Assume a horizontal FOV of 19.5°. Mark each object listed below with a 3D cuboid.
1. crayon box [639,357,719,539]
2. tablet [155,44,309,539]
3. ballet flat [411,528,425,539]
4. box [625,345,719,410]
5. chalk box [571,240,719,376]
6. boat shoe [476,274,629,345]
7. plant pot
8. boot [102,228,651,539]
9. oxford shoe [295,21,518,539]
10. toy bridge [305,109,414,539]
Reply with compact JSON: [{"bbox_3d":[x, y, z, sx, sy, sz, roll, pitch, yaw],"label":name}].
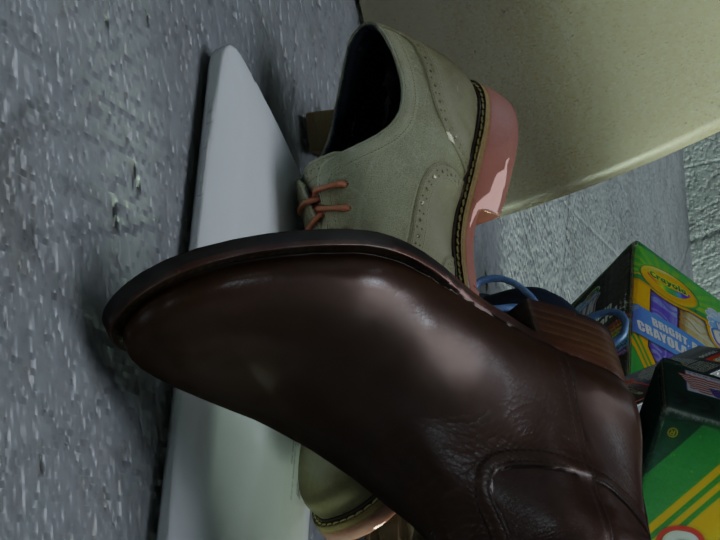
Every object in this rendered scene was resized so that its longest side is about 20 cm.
[{"bbox_3d":[0.150,0.148,0.844,0.051,0.127,0.200,-76,-178,-67],"label":"crayon box"},{"bbox_3d":[-0.035,0.039,0.696,0.130,0.014,0.200,66,22,-53],"label":"tablet"},{"bbox_3d":[0.030,0.131,0.634,0.200,0.068,0.072,-72,170,-50],"label":"ballet flat"},{"bbox_3d":[0.115,0.129,0.992,0.200,0.040,0.137,-18,107,-36],"label":"box"},{"bbox_3d":[0.161,0.082,1.175,0.124,0.125,0.200,35,32,-11],"label":"chalk box"},{"bbox_3d":[0.060,0.035,0.874,0.069,0.084,0.200,-66,-163,-3],"label":"boat shoe"},{"bbox_3d":[0.104,-0.156,1.012,0.200,0.177,0.200,-76,157,-55],"label":"plant pot"},{"bbox_3d":[0.029,0.091,0.565,0.064,0.186,0.200,-49,-137,41],"label":"boot"},{"bbox_3d":[0.000,0.000,0.733,0.074,0.071,0.200,38,44,-29],"label":"oxford shoe"},{"bbox_3d":[0.006,0.031,0.840,0.067,0.027,0.200,15,70,-79],"label":"toy bridge"}]
